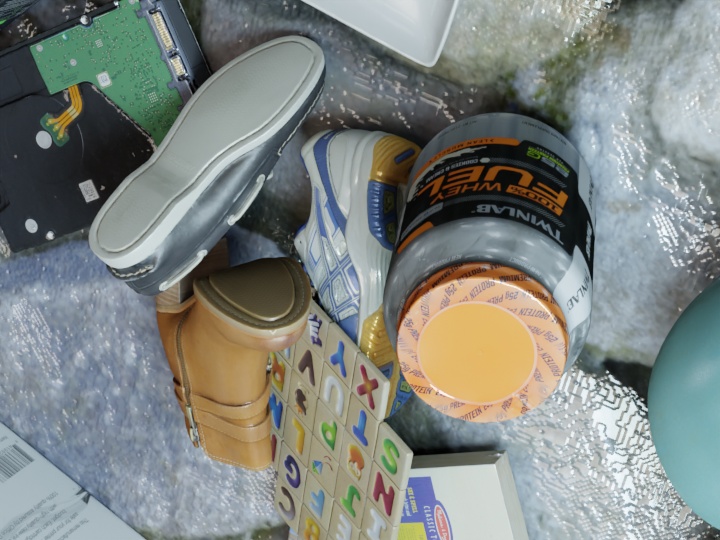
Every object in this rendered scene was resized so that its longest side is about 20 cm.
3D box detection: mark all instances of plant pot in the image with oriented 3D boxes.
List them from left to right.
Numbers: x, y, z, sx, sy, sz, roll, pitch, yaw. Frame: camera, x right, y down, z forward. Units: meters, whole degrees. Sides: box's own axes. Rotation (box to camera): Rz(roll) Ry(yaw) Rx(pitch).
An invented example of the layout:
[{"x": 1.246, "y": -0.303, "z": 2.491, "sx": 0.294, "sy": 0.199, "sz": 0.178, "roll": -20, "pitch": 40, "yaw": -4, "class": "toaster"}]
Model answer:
[{"x": 0.265, "y": 0.073, "z": 1.206, "sx": 0.161, "sy": 0.201, "sz": 0.201, "roll": -28, "pitch": 96, "yaw": 46, "class": "plant pot"}]

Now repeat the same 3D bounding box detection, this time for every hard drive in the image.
[{"x": -0.189, "y": -0.105, "z": 1.451, "sx": 0.200, "sy": 0.038, "sz": 0.140, "roll": -19, "pitch": 100, "yaw": 32, "class": "hard drive"}]

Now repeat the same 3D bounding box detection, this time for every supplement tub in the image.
[{"x": 0.079, "y": -0.002, "z": 1.246, "sx": 0.122, "sy": 0.200, "sz": 0.123, "roll": 3, "pitch": 119, "yaw": 5, "class": "supplement tub"}]

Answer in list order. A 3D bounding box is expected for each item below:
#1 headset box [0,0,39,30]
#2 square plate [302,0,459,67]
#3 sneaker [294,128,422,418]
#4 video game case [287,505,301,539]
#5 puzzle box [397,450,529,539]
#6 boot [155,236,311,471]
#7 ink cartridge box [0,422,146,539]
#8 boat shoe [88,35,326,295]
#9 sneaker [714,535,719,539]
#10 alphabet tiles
[{"x": -0.289, "y": -0.242, "z": 1.402, "sx": 0.200, "sy": 0.093, "sz": 0.174, "roll": -32, "pitch": 93, "yaw": 25, "class": "headset box"}, {"x": -0.002, "y": -0.257, "z": 1.302, "sx": 0.198, "sy": 0.028, "sz": 0.200, "roll": 29, "pitch": 120, "yaw": 13, "class": "square plate"}, {"x": 0.000, "y": 0.000, "z": 1.387, "sx": 0.088, "sy": 0.075, "sz": 0.200, "roll": 17, "pitch": 114, "yaw": 37, "class": "sneaker"}, {"x": 0.002, "y": 0.270, "z": 1.513, "sx": 0.143, "sy": 0.017, "sz": 0.200, "roll": 20, "pitch": 117, "yaw": 19, "class": "video game case"}, {"x": 0.061, "y": 0.222, "z": 1.439, "sx": 0.133, "sy": 0.025, "sz": 0.200, "roll": -6, "pitch": 106, "yaw": 29, "class": "puzzle box"}, {"x": -0.084, "y": 0.067, "z": 1.402, "sx": 0.200, "sy": 0.077, "sz": 0.155, "roll": 21, "pitch": 122, "yaw": 55, "class": "boot"}, {"x": -0.268, "y": 0.210, "z": 1.551, "sx": 0.200, "sy": 0.144, "sz": 0.084, "roll": 37, "pitch": 123, "yaw": 10, "class": "ink cartridge box"}, {"x": -0.091, "y": -0.067, "z": 1.365, "sx": 0.074, "sy": 0.200, "sz": 0.060, "roll": 31, "pitch": 166, "yaw": 39, "class": "boat shoe"}, {"x": 0.251, "y": 0.220, "z": 1.278, "sx": 0.111, "sy": 0.200, "sz": 0.077, "roll": 30, "pitch": 82, "yaw": 8, "class": "sneaker"}, {"x": -0.022, "y": 0.120, "z": 1.411, "sx": 0.166, "sy": 0.006, "sz": 0.200, "roll": 46, "pitch": 141, "yaw": 37, "class": "alphabet tiles"}]
